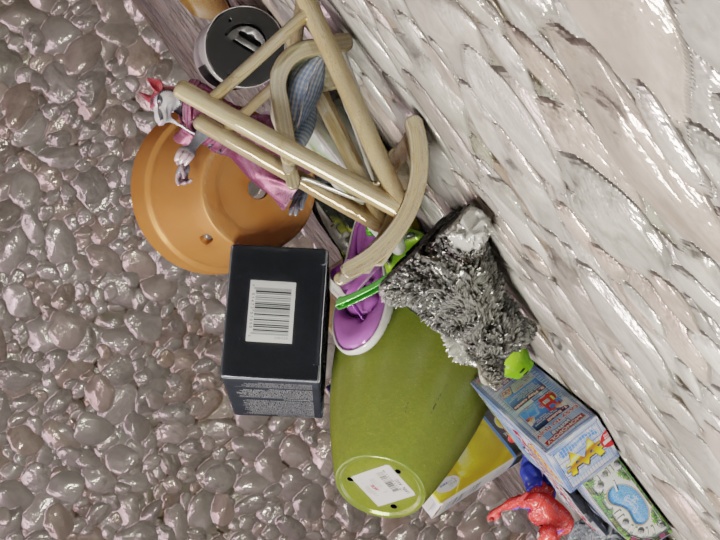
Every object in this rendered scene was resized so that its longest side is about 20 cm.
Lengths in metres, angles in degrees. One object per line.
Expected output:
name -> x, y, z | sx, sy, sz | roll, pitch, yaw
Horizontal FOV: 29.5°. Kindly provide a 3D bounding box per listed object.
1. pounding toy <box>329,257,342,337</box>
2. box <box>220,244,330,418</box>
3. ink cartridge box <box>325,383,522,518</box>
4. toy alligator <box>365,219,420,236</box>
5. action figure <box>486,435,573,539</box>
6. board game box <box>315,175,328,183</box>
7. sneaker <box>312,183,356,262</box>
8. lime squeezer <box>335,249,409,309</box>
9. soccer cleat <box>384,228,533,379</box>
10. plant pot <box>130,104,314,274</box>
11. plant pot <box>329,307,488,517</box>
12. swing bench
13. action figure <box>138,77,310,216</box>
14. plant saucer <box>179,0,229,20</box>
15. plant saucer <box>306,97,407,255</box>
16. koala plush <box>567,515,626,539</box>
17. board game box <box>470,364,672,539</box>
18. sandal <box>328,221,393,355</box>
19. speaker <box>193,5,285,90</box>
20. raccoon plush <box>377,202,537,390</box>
pounding toy -> 0.039, 0.057, 1.866 | 0.184, 0.142, 0.200 | 50, 165, 23
box -> -0.090, 0.073, 1.519 | 0.200, 0.107, 0.149 | 94, 179, -73
ink cartridge box -> 0.096, 0.164, 1.607 | 0.200, 0.198, 0.047 | 51, 142, 17
toy alligator -> 0.033, -0.036, 1.422 | 0.200, 0.054, 0.059 | 52, 176, 10
action figure -> 0.173, 0.247, 1.439 | 0.065, 0.099, 0.200 | 37, -164, -11
board game box -> -0.043, -0.119, 1.691 | 0.200, 0.041, 0.200 | 53, 176, -6
sneaker -> 0.002, -0.010, 1.570 | 0.200, 0.074, 0.085 | 50, 138, -11
lime squeezer -> 0.069, 0.009, 1.281 | 0.200, 0.071, 0.038 | 5, 137, 34
soccer cleat -> 0.092, 0.036, 1.340 | 0.200, 0.068, 0.081 | 49, -173, 34
plant pot -> -0.141, -0.092, 1.532 | 0.200, 0.200, 0.140 | 54, 160, -19
plant pot -> 0.042, 0.151, 1.428 | 0.187, 0.187, 0.200 | 54, -146, -26
swing bench -> -0.029, -0.098, 1.085 | 0.200, 0.130, 0.199 | 47, 176, -1
action figure -> -0.128, -0.144, 1.381 | 0.200, 0.149, 0.134 | 35, 172, -20
plant saucer -> -0.223, -0.366, 1.607 | 0.200, 0.035, 0.200 | 52, 176, 5
plant saucer -> -0.007, -0.106, 1.289 | 0.200, 0.050, 0.200 | 53, 177, 4
koala plush -> 0.238, 0.368, 1.407 | 0.177, 0.200, 0.184 | 37, -172, -33
board game box -> 0.205, 0.181, 1.315 | 0.200, 0.062, 0.200 | 53, 177, -6
sandal -> -0.005, 0.003, 1.451 | 0.050, 0.082, 0.203 | 37, -140, -30
speaker -> -0.127, -0.227, 1.410 | 0.081, 0.081, 0.200 | 53, 176, -12
raccoon plush -> 0.093, 0.029, 1.093 | 0.134, 0.097, 0.200 | 45, 176, -2
